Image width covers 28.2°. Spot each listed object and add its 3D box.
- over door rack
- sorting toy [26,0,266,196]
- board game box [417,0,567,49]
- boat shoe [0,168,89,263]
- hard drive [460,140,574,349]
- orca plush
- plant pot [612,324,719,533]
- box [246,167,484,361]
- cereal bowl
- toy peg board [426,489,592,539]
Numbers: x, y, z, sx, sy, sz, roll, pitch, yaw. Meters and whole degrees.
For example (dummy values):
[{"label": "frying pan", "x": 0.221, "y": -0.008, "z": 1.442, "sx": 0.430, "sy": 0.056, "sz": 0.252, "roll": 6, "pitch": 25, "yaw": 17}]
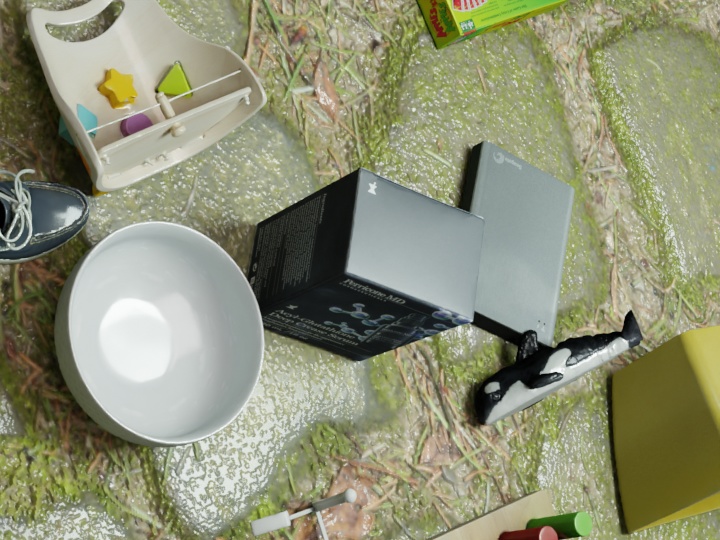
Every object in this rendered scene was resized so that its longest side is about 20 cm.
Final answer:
[{"label": "over door rack", "x": -0.021, "y": 0.281, "z": 1.302, "sx": 0.200, "sy": 0.066, "sz": 0.150, "roll": 9, "pitch": 62, "yaw": -73}, {"label": "sorting toy", "x": -0.223, "y": -0.183, "z": 1.344, "sx": 0.199, "sy": 0.107, "sz": 0.181, "roll": -28, "pitch": 85, "yaw": -36}, {"label": "board game box", "x": 0.153, "y": -0.336, "z": 1.672, "sx": 0.199, "sy": 0.047, "sz": 0.103, "roll": -24, "pitch": 91, "yaw": -36}, {"label": "boat shoe", "x": -0.322, "y": -0.048, "z": 1.252, "sx": 0.198, "sy": 0.062, "sz": 0.076, "roll": -5, "pitch": 77, "yaw": -36}, {"label": "hard drive", "x": 0.168, "y": -0.027, "z": 1.602, "sx": 0.138, "sy": 0.033, "sz": 0.202, "roll": 24, "pitch": 64, "yaw": -27}, {"label": "orca plush", "x": 0.202, "y": 0.089, "z": 1.537, "sx": 0.072, "sy": 0.199, "sz": 0.105, "roll": 61, "pitch": 8, "yaw": 13}, {"label": "plant pot", "x": 0.397, "y": 0.167, "z": 1.617, "sx": 0.198, "sy": 0.200, "sz": 0.178, "roll": -7, "pitch": 69, "yaw": -35}, {"label": "box", "x": 0.000, "y": 0.000, "z": 1.375, "sx": 0.147, "sy": 0.199, "sz": 0.108, "roll": 20, "pitch": 65, "yaw": -27}, {"label": "cereal bowl", "x": -0.189, "y": 0.062, "z": 1.298, "sx": 0.198, "sy": 0.083, "sz": 0.203, "roll": 10, "pitch": 72, "yaw": -32}, {"label": "toy peg board", "x": 0.173, "y": 0.344, "z": 1.457, "sx": 0.197, "sy": 0.097, "sz": 0.202, "roll": -15, "pitch": 85, "yaw": -37}]
